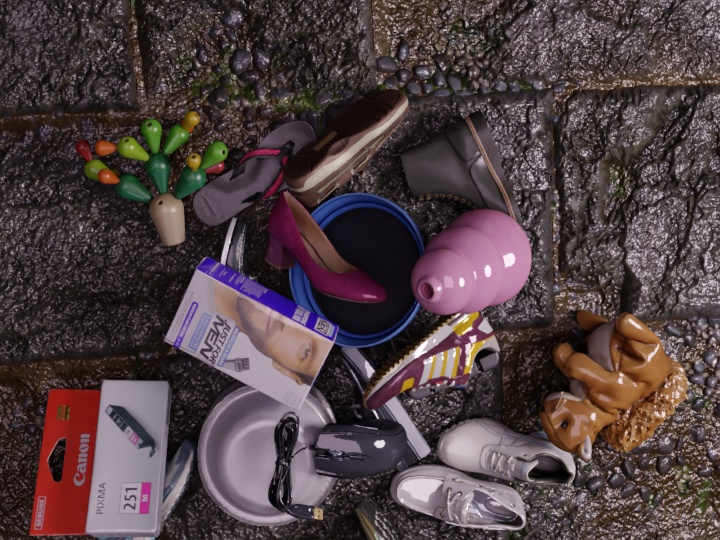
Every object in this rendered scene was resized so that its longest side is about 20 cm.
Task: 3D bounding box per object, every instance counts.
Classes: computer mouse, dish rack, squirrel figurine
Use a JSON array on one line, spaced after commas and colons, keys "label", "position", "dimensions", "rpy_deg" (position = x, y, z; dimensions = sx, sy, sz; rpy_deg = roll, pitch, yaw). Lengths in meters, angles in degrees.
[{"label": "computer mouse", "position": [-0.025, 0.264, 1.119], "dimensions": [0.197, 0.046, 0.143], "rpy_deg": [9, 97, -27]}, {"label": "dish rack", "position": [0.100, 0.068, 1.192], "dimensions": [0.151, 0.055, 0.203], "rpy_deg": [-22, 96, -2]}, {"label": "squirrel figurine", "position": [0.341, 0.178, 1.168], "dimensions": [0.199, 0.141, 0.188], "rpy_deg": [35, 82, -17]}]

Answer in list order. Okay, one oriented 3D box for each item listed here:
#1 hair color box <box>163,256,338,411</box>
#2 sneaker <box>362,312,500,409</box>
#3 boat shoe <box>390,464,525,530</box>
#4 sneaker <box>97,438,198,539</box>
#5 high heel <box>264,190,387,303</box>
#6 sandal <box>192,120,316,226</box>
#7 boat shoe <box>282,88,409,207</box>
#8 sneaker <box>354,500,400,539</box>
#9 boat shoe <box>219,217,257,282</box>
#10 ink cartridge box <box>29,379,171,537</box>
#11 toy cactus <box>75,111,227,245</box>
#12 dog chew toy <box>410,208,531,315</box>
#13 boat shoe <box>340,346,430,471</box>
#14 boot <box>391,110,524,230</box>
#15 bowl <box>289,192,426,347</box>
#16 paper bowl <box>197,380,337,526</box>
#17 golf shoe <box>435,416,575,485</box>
[{"label": "hair color box", "position": [-0.139, 0.081, 1.104], "dimensions": [0.197, 0.065, 0.111], "rpy_deg": [27, 106, -4]}, {"label": "sneaker", "position": [0.095, 0.132, 1.125], "dimensions": [0.199, 0.075, 0.091], "rpy_deg": [-39, 93, -6]}, {"label": "boat shoe", "position": [0.141, 0.326, 1.214], "dimensions": [0.196, 0.069, 0.072], "rpy_deg": [10, 98, -4]}, {"label": "sneaker", "position": [-0.295, 0.312, 1.183], "dimensions": [0.086, 0.078, 0.202], "rpy_deg": [32, 93, -3]}, {"label": "high heel", "position": [-0.043, -0.028, 1.103], "dimensions": [0.197, 0.067, 0.098], "rpy_deg": [22, 108, 25]}, {"label": "sandal", "position": [-0.139, -0.127, 1.157], "dimensions": [0.199, 0.045, 0.076], "rpy_deg": [-36, 97, 1]}, {"label": "boat shoe", "position": [-0.013, -0.163, 1.159], "dimensions": [0.201, 0.075, 0.075], "rpy_deg": [-37, 135, -7]}, {"label": "sneaker", "position": [0.025, 0.428, 1.221], "dimensions": [0.087, 0.077, 0.203], "rpy_deg": [-24, 95, 8]}, {"label": "boat shoe", "position": [-0.167, 0.030, 1.163], "dimensions": [0.059, 0.076, 0.204], "rpy_deg": [10, 108, -4]}, {"label": "ink cartridge box", "position": [-0.347, 0.248, 1.143], "dimensions": [0.170, 0.044, 0.204], "rpy_deg": [1, 66, -4]}, {"label": "toy cactus", "position": [-0.267, -0.119, 1.136], "dimensions": [0.196, 0.103, 0.168], "rpy_deg": [-9, 110, -2]}, {"label": "dog chew toy", "position": [0.131, -0.003, 1.066], "dimensions": [0.123, 0.199, 0.127], "rpy_deg": [13, 113, 32]}, {"label": "boat shoe", "position": [0.019, 0.191, 1.195], "dimensions": [0.067, 0.072, 0.202], "rpy_deg": [-33, 104, -1]}, {"label": "boot", "position": [0.139, -0.097, 1.174], "dimensions": [0.136, 0.077, 0.203], "rpy_deg": [-22, 91, 8]}, {"label": "bowl", "position": [0.000, 0.000, 1.146], "dimensions": [0.197, 0.039, 0.205], "rpy_deg": [-1, 87, 23]}, {"label": "paper bowl", "position": [-0.124, 0.249, 1.173], "dimensions": [0.196, 0.104, 0.205], "rpy_deg": [-1, 98, -4]}, {"label": "golf shoe", "position": [0.206, 0.258, 1.198], "dimensions": [0.196, 0.097, 0.080], "rpy_deg": [5, 98, -3]}]
